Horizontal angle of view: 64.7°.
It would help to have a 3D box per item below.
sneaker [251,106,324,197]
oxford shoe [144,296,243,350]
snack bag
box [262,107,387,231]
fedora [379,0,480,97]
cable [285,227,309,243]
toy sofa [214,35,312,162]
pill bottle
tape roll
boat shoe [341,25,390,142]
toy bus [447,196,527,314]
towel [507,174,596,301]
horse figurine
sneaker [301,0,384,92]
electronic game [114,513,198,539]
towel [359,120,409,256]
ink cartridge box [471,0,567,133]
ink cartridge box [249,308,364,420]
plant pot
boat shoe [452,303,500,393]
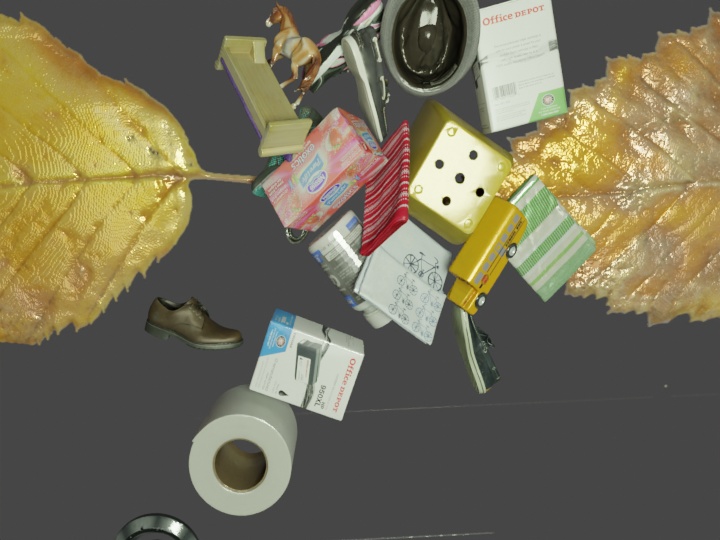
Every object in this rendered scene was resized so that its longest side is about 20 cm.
[{"bbox_3d":[-0.133,-0.219,1.054,0.198,0.077,0.093,-38,69,16],"label":"sneaker"},{"bbox_3d":[-0.318,0.101,1.106,0.193,0.073,0.087,16,99,-5],"label":"oxford shoe"},{"bbox_3d":[0.091,0.003,1.050,0.186,0.021,0.205,35,60,-22],"label":"snack bag"},{"bbox_3d":[-0.063,-0.170,0.990,0.199,0.102,0.096,-40,72,22],"label":"box"},{"bbox_3d":[0.119,-0.415,0.993,0.169,0.091,0.206,-2,123,4],"label":"fedora"},{"bbox_3d":[-0.087,-0.146,1.073,0.097,0.050,0.200,43,98,-4],"label":"cable"},{"bbox_3d":[-0.165,-0.276,0.933,0.081,0.098,0.204,-14,66,-37],"label":"toy sofa"},{"bbox_3d":[0.000,0.000,1.072,0.113,0.114,0.202,-37,100,6],"label":"pill bottle"},{"bbox_3d":[-0.225,0.349,1.124,0.194,0.139,0.211,0,101,-1],"label":"tape roll"},{"bbox_3d":[0.023,-0.325,1.003,0.059,0.074,0.204,-29,129,-8],"label":"boat shoe"},{"bbox_3d":[0.228,-0.026,1.054,0.078,0.065,0.204,32,90,-44],"label":"toy bus"},{"bbox_3d":[0.352,-0.064,1.116,0.153,0.023,0.200,-45,100,7],"label":"towel"},{"bbox_3d":[-0.121,-0.369,0.989,0.134,0.200,0.049,-53,143,10],"label":"horse figurine"},{"bbox_3d":[-0.018,-0.386,1.015,0.198,0.082,0.086,-39,129,19],"label":"sneaker"},{"bbox_3d":[-0.437,0.617,1.221,0.192,0.042,0.209,-1,101,-3],"label":"electronic game"},{"bbox_3d":[0.042,-0.140,0.987,0.022,0.144,0.207,16,60,-24],"label":"towel"},{"bbox_3d":[0.276,-0.366,1.020,0.140,0.084,0.208,-13,101,1],"label":"ink cartridge box"},{"bbox_3d":[-0.103,0.185,1.121,0.193,0.084,0.149,19,101,-6],"label":"ink cartridge box"},{"bbox_3d":[0.161,-0.168,1.011,0.196,0.177,0.204,31,100,-8],"label":"plant pot"},{"bbox_3d":[0.230,0.145,1.131,0.060,0.075,0.206,-21,104,-5],"label":"boat shoe"}]
